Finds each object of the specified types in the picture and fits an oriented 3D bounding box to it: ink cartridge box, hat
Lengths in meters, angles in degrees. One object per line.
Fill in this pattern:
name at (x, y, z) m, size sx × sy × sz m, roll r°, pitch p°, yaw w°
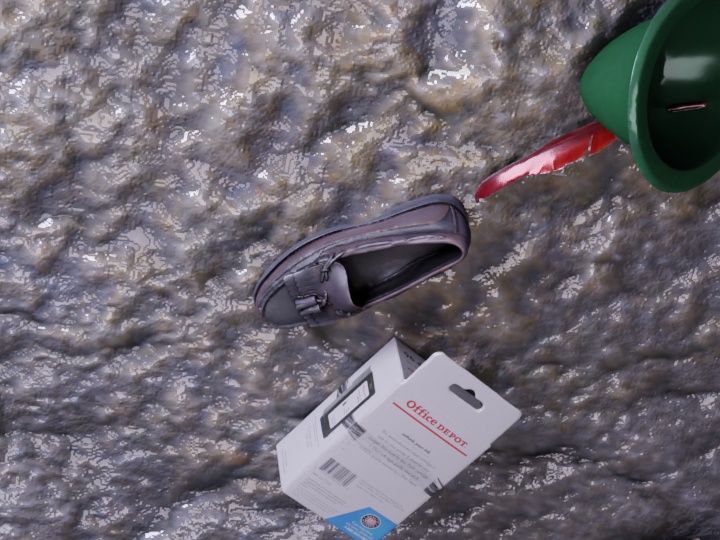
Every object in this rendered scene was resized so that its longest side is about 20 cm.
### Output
ink cartridge box at (0.034, 0.143, 1.436) m, size 0.116 × 0.068 × 0.200 m, roll 37°, pitch 112°, yaw -27°
hat at (0.200, -0.156, 1.290) m, size 0.200 × 0.176 × 0.166 m, roll -38°, pitch 127°, yaw -27°

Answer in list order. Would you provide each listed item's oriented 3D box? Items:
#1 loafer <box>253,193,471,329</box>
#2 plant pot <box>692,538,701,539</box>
loafer at (0.000, 0.000, 1.339) m, size 0.199 × 0.063 × 0.072 m, roll -25°, pitch 123°, yaw 10°
plant pot at (0.286, 0.362, 1.563) m, size 0.200 × 0.187 × 0.187 m, roll -41°, pitch 120°, yaw 4°
